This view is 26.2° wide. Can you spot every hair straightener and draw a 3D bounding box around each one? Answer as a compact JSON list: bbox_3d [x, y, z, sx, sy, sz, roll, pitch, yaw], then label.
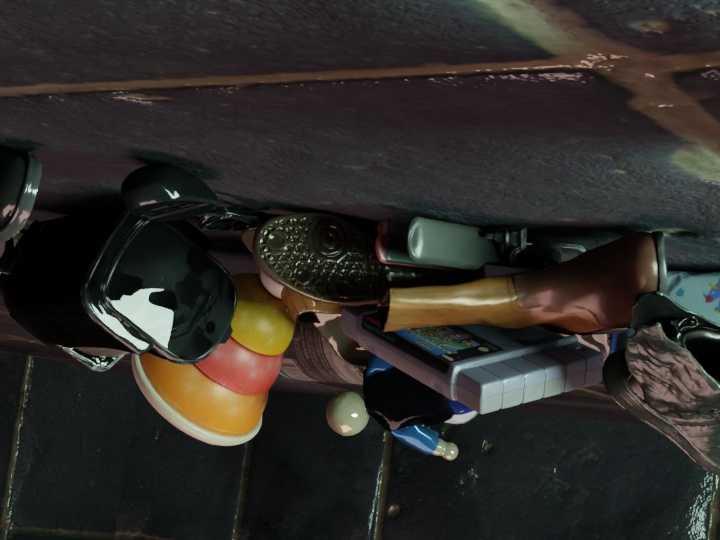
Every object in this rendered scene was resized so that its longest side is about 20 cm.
[{"bbox_3d":[0.109,-0.010,1.206,0.199,0.041,0.077,13,170,-37],"label":"hair straightener"}]

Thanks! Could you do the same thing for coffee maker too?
[{"bbox_3d":[-0.229,0.011,1.341,0.191,0.136,0.199,13,170,-30],"label":"coffee maker"}]

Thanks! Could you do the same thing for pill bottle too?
[{"bbox_3d":[0.005,0.053,1.484,0.199,0.114,0.113,0,169,43],"label":"pill bottle"}]

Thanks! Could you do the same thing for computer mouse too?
[{"bbox_3d":[-0.122,-0.055,1.176,0.058,0.034,0.200,-13,171,17],"label":"computer mouse"}]

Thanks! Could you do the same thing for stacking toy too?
[{"bbox_3d":[-0.108,0.051,1.447,0.146,0.200,0.146,32,-156,-16],"label":"stacking toy"}]

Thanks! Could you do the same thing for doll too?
[{"bbox_3d":[0.066,0.105,1.375,0.198,0.138,0.049,-18,-161,-2],"label":"doll"}]

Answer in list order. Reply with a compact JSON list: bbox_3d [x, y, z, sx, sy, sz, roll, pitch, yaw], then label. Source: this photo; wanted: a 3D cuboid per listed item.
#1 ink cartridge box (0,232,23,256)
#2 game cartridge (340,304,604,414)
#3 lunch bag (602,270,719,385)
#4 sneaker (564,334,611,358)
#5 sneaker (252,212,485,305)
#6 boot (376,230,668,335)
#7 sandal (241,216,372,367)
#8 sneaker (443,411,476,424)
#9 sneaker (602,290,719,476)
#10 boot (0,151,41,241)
[{"bbox_3d":[-0.327,-0.004,1.640,0.198,0.048,0.145,13,170,-20],"label":"ink cartridge box"},{"bbox_3d":[0.086,0.058,1.260,0.129,0.039,0.200,-6,-160,-33],"label":"game cartridge"},{"bbox_3d":[0.326,0.073,1.291,0.169,0.129,0.200,0,160,40],"label":"lunch bag"},{"bbox_3d":[0.198,0.044,1.459,0.114,0.076,0.201,14,166,19],"label":"sneaker"},{"bbox_3d":[0.000,0.000,1.272,0.198,0.071,0.075,10,171,-18],"label":"sneaker"},{"bbox_3d":[0.117,0.010,1.155,0.198,0.069,0.188,1,174,-10],"label":"boot"},{"bbox_3d":[-0.036,0.028,1.335,0.081,0.055,0.201,-7,135,27],"label":"sandal"},{"bbox_3d":[0.064,0.109,1.530,0.071,0.073,0.200,52,168,-33],"label":"sneaker"},{"bbox_3d":[0.257,0.087,1.132,0.199,0.060,0.104,31,145,-19],"label":"sneaker"},{"bbox_3d":[-0.351,-0.077,1.122,0.199,0.066,0.164,18,166,-33],"label":"boot"}]
